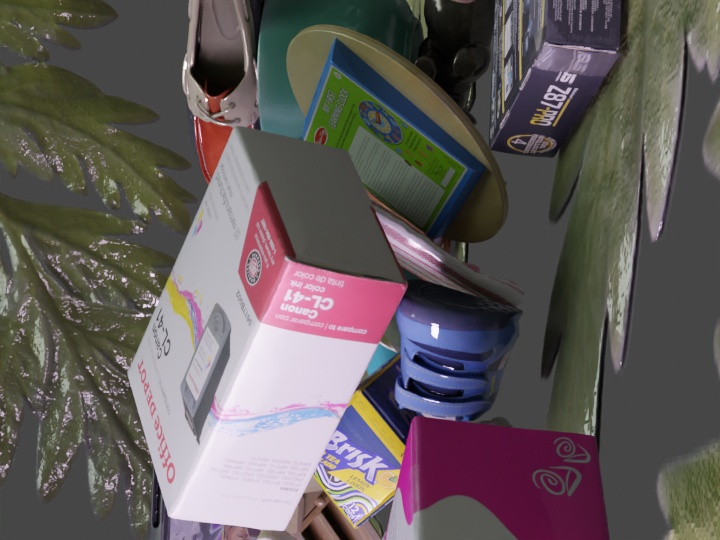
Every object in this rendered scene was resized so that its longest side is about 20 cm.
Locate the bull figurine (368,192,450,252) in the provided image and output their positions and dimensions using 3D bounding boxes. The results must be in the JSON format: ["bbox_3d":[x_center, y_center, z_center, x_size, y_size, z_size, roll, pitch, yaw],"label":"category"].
[{"bbox_3d":[0.004,-0.044,1.483,0.199,0.065,0.122,29,131,45],"label":"bull figurine"}]

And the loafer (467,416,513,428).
[{"bbox_3d":[0.057,0.168,1.101,0.201,0.068,0.076,101,172,-45],"label":"loafer"}]

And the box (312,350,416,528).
[{"bbox_3d":[0.019,0.106,1.162,0.064,0.070,0.200,-41,-3,15],"label":"box"}]

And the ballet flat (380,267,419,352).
[{"bbox_3d":[0.000,0.000,1.316,0.064,0.200,0.067,-37,4,36],"label":"ballet flat"}]

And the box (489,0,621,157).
[{"bbox_3d":[0.113,-0.188,1.000,0.161,0.049,0.202,107,167,-72],"label":"box"}]

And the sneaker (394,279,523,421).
[{"bbox_3d":[0.058,0.055,1.055,0.200,0.073,0.083,41,-113,-76],"label":"sneaker"}]

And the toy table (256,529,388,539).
[{"bbox_3d":[-0.015,0.280,1.245,0.184,0.116,0.202,-32,-56,-72],"label":"toy table"}]

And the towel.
[{"bbox_3d":[0.034,-0.021,1.186,0.030,0.146,0.200,-60,6,-2],"label":"towel"}]

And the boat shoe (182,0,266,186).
[{"bbox_3d":[-0.105,-0.150,1.332,0.063,0.071,0.202,-56,-27,-64],"label":"boat shoe"}]

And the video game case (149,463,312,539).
[{"bbox_3d":[-0.101,0.198,1.555,0.025,0.199,0.183,-16,67,48],"label":"video game case"}]

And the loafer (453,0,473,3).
[{"bbox_3d":[0.096,-0.274,1.142,0.063,0.071,0.201,-120,45,-56],"label":"loafer"}]

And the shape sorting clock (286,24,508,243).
[{"bbox_3d":[0.026,-0.097,1.216,0.039,0.199,0.200,-51,-7,-21],"label":"shape sorting clock"}]

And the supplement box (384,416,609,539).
[{"bbox_3d":[0.059,0.184,0.897,0.102,0.102,0.201,-89,6,-48],"label":"supplement box"}]

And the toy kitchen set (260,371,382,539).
[{"bbox_3d":[0.025,0.183,1.515,0.199,0.181,0.163,-17,20,50],"label":"toy kitchen set"}]

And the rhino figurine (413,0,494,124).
[{"bbox_3d":[0.073,-0.172,1.325,0.088,0.059,0.202,-59,-21,-62],"label":"rhino figurine"}]

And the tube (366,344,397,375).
[{"bbox_3d":[0.027,0.078,1.364,0.077,0.050,0.201,39,-156,-44],"label":"tube"}]

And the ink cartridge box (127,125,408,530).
[{"bbox_3d":[-0.062,0.037,1.047,0.201,0.085,0.148,-63,31,27],"label":"ink cartridge box"}]

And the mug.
[{"bbox_3d":[-0.007,-0.157,1.370,0.185,0.113,0.154,-24,-65,-78],"label":"mug"}]
